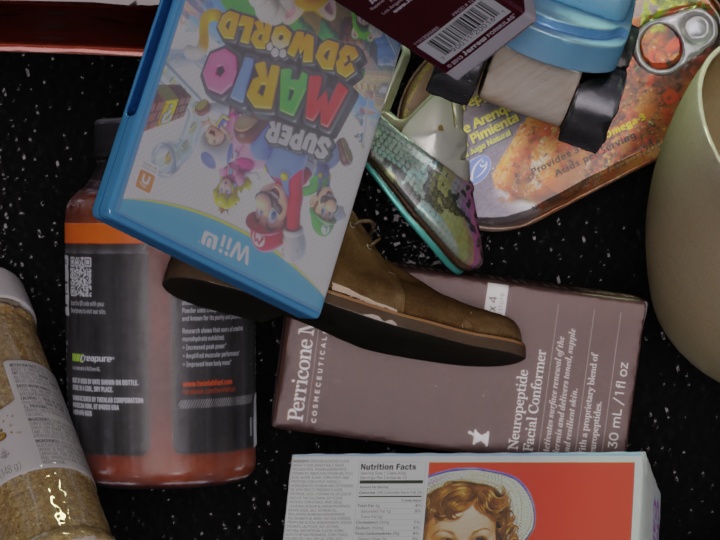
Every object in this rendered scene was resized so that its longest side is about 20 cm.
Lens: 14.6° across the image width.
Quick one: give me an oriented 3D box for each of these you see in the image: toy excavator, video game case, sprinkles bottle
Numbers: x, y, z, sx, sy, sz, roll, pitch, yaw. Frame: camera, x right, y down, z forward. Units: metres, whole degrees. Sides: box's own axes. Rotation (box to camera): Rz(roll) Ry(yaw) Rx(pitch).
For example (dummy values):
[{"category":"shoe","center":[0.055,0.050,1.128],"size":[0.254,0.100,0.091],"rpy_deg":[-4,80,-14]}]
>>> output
[{"category":"toy excavator","center":[0.123,-0.191,1.500],"size":[0.100,0.195,0.200],"rpy_deg":[21,119,-1]},{"category":"video game case","center":[-0.048,-0.094,1.416],"size":[0.143,0.018,0.200],"rpy_deg":[27,74,-37]},{"category":"sprinkles bottle","center":[-0.186,0.089,1.503],"size":[0.068,0.068,0.200],"rpy_deg":[-25,52,-1]}]

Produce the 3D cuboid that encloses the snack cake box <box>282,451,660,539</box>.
[{"category":"snack cake box","center":[0.059,0.162,1.525],"size":[0.199,0.067,0.115],"rpy_deg":[-1,65,15]}]

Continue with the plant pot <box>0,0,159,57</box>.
[{"category":"plant pot","center":[-0.166,-0.212,1.497],"size":[0.199,0.176,0.200],"rpy_deg":[2,92,-2]}]

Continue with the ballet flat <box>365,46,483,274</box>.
[{"category":"ballet flat","center":[0.009,-0.089,1.530],"size":[0.200,0.069,0.071],"rpy_deg":[45,95,10]}]

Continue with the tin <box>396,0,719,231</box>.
[{"category":"tin","center":[0.113,-0.099,1.578],"size":[0.200,0.042,0.112],"rpy_deg":[-26,96,0]}]

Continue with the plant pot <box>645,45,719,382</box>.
[{"category":"plant pot","center":[0.233,-0.010,1.525],"size":[0.200,0.200,0.135],"rpy_deg":[34,128,-2]}]

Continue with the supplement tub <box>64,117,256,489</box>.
[{"category":"supplement tub","center":[-0.109,0.016,1.540],"size":[0.107,0.107,0.201],"rpy_deg":[0,92,-2]}]

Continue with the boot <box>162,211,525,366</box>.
[{"category":"boot","center":[0.000,0.000,1.488],"size":[0.200,0.074,0.076],"rpy_deg":[18,71,-13]}]

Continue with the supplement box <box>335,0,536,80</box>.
[{"category":"supplement box","center":[-0.005,-0.190,1.391],"size":[0.200,0.109,0.061],"rpy_deg":[31,128,-34]}]

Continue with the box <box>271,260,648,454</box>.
[{"category":"box","center":[0.054,0.049,1.563],"size":[0.199,0.075,0.100],"rpy_deg":[7,92,0]}]
